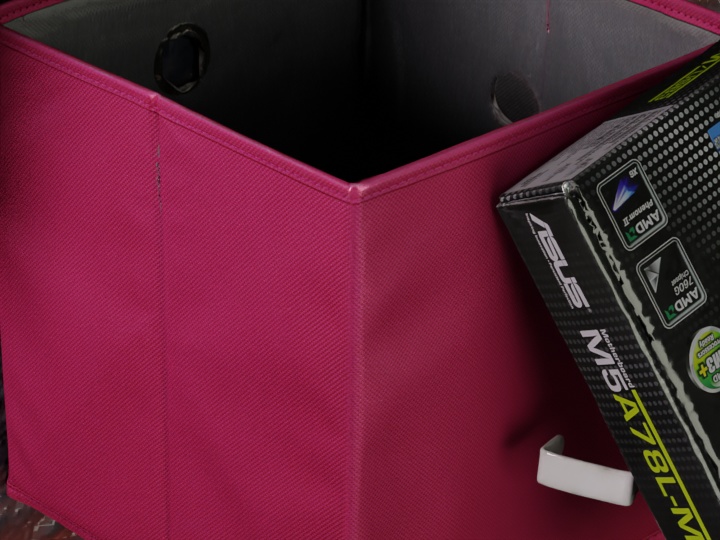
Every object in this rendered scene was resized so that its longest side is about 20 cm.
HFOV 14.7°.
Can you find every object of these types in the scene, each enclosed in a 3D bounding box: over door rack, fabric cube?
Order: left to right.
[{"bbox_3d":[0.000,0.000,1.005,0.196,0.200,0.199,-24,127,-38],"label":"fabric cube"},{"bbox_3d":[0.141,0.105,1.005,0.200,0.067,0.148,-24,126,-44],"label":"over door rack"}]

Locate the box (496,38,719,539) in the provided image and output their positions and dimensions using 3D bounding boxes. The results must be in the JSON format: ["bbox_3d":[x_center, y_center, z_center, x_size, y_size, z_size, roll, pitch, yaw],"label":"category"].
[{"bbox_3d":[0.163,0.010,0.936,0.200,0.048,0.193,-34,102,-30],"label":"box"}]
